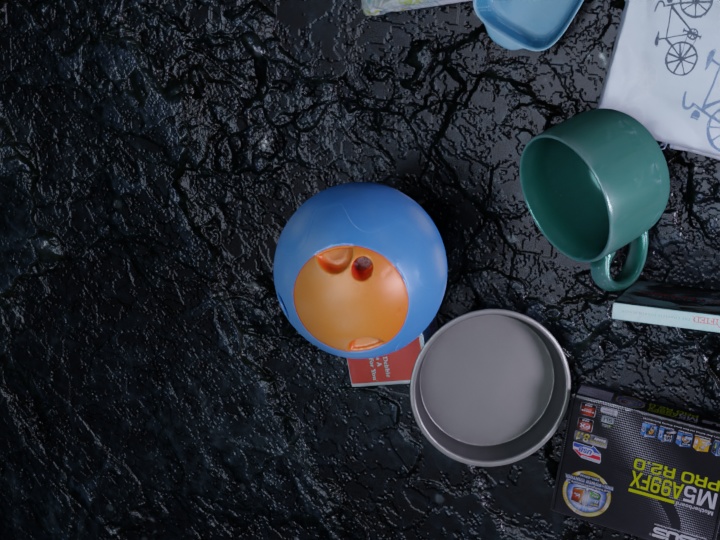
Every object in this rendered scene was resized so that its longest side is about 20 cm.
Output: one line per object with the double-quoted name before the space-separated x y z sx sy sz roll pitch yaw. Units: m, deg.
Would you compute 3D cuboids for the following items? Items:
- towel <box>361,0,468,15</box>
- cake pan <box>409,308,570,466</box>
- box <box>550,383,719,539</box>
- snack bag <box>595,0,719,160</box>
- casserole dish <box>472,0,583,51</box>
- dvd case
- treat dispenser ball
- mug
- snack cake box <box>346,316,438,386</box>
"towel" 0.080 -0.395 1.195 0.199 0.048 0.173 0 95 34
"cake pan" 0.158 0.141 1.277 0.198 0.037 0.202 -1 102 -2
"box" 0.344 0.241 1.255 0.198 0.044 0.162 14 107 20
"snack bag" 0.371 -0.225 1.148 0.198 0.021 0.190 17 108 18
"casserole dish" 0.212 -0.347 1.177 0.121 0.039 0.201 34 114 12
"dvd case" 0.358 0.039 1.116 0.145 0.200 0.022 7 100 22
"treat dispenser ball" 0.000 0.000 1.184 0.199 0.201 0.203 5 104 22
"mug" 0.269 -0.090 1.161 0.152 0.114 0.186 43 152 40
"snack cake box" 0.033 0.043 1.329 0.114 0.067 0.202 -6 100 22
